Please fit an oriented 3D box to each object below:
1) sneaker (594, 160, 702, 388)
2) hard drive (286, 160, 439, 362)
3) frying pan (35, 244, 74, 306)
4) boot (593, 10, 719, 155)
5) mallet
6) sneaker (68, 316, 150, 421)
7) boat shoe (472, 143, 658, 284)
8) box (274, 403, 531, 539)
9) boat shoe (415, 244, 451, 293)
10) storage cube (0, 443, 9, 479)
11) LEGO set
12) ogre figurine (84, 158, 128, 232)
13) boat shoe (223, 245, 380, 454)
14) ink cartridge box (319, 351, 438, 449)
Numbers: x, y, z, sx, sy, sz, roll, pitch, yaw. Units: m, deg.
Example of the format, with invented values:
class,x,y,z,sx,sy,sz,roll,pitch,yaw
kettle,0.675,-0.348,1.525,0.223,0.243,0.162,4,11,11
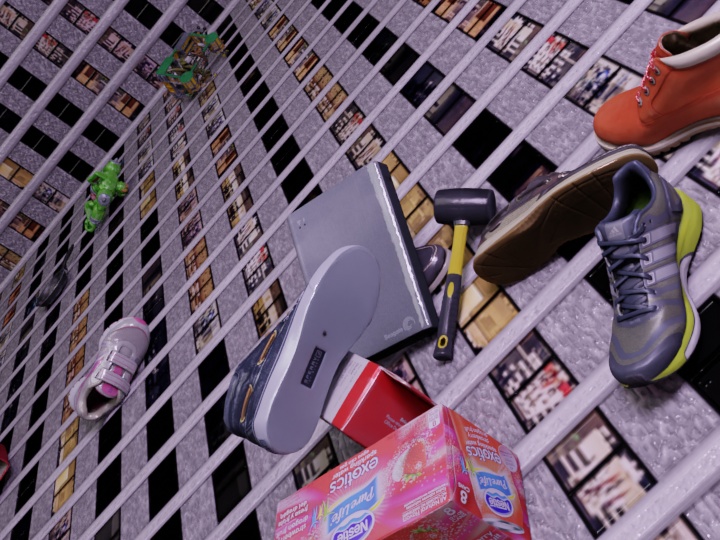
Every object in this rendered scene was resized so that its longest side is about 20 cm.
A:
class,x,y,z,sx,sy,sz,roll,pitch,yaw
sneaker,0.216,0.000,0.692,0.074,0.081,0.200,-25,38,42
hard drive,0.000,0.000,0.971,0.140,0.033,0.200,-30,67,31
frying pan,-0.776,0.025,2.248,0.115,0.031,0.190,-40,27,24
boot,0.271,-0.165,0.774,0.200,0.107,0.075,-13,49,53
mallet,0.108,-0.001,0.914,0.066,0.041,0.200,-6,59,17
sneaker,-0.413,0.173,1.476,0.200,0.081,0.088,-60,28,5
boat shoe,0.182,-0.062,0.826,0.200,0.073,0.065,-35,38,32
box,0.029,0.209,0.721,0.200,0.100,0.096,-36,32,28
boat shoe,0.015,0.015,1.004,0.200,0.063,0.073,-28,34,38
storage cube,-0.802,0.391,1.698,0.171,0.200,0.180,-60,22,-12
LEGO set,-0.426,-0.521,2.293,0.154,0.116,0.200,7,64,26
ogre figurine,-0.660,-0.203,2.264,0.120,0.098,0.200,-41,17,46
boat shoe,-0.058,0.064,0.798,0.091,0.071,0.200,2,60,53
ink cartridge box,0.013,0.130,0.817,0.067,0.116,0.200,-57,27,-9
